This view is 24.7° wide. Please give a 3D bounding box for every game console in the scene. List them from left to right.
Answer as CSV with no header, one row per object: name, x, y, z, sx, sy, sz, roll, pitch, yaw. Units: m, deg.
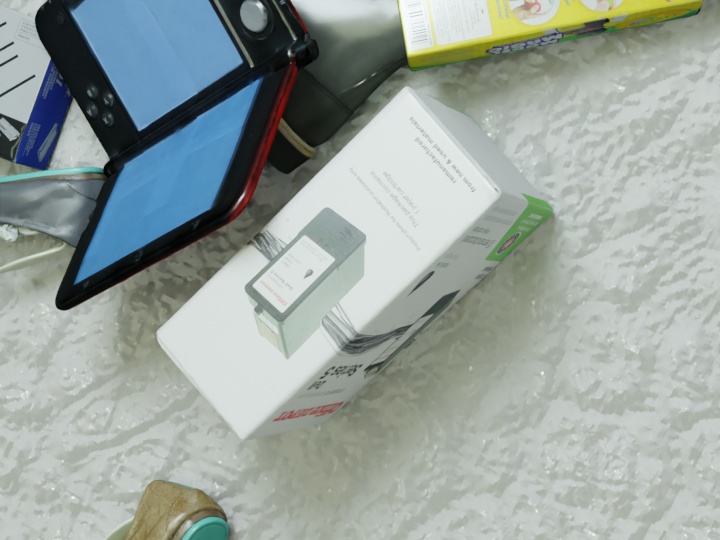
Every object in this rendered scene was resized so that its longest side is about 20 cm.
game console,-0.131,-0.098,0.946,0.200,0.119,0.173,-24,98,45

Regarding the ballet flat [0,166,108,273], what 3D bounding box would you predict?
ballet flat,-0.255,-0.032,1.074,0.199,0.073,0.073,0,88,17

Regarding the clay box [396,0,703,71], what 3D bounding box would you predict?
clay box,0.115,-0.192,0.949,0.199,0.048,0.115,-10,84,3

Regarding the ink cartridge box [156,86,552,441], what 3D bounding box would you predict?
ink cartridge box,0.000,0.000,0.943,0.200,0.145,0.084,-44,77,13

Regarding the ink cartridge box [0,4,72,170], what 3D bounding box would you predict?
ink cartridge box,-0.286,-0.145,1.101,0.199,0.044,0.094,22,93,19

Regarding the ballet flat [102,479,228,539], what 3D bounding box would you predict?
ballet flat,-0.155,0.218,1.035,0.072,0.068,0.201,33,98,38

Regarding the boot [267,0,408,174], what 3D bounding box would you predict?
boot,-0.050,-0.180,1.014,0.138,0.077,0.200,-36,90,10
